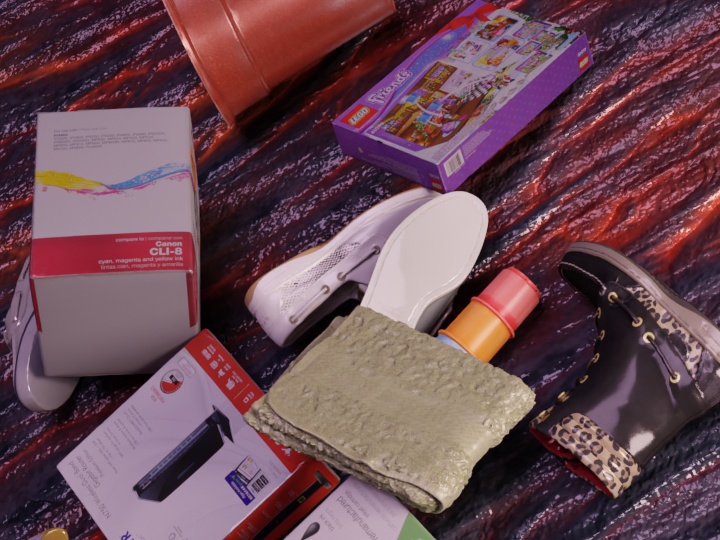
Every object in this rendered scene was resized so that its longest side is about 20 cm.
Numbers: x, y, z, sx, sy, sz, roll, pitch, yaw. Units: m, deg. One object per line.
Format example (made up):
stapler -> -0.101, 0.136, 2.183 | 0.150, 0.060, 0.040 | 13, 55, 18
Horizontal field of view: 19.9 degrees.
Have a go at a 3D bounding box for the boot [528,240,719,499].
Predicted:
boot -> 0.188, 0.074, 1.587 | 0.151, 0.073, 0.200 | -46, 51, -6

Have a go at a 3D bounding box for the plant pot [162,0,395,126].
plant pot -> -0.083, -0.271, 1.952 | 0.194, 0.201, 0.201 | -26, 46, 2

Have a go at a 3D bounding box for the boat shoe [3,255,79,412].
boat shoe -> -0.300, 0.052, 1.914 | 0.065, 0.072, 0.201 | -19, 48, 25

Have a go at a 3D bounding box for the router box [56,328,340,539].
router box -> -0.139, 0.172, 1.732 | 0.179, 0.049, 0.200 | -43, 45, -4

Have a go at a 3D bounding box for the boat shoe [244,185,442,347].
boat shoe -> 0.000, 0.000, 1.772 | 0.199, 0.071, 0.070 | -33, 71, -4

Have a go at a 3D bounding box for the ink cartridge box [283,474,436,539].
ink cartridge box -> -0.017, 0.271, 1.551 | 0.200, 0.084, 0.146 | -43, 45, -5

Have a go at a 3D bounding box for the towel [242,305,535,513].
towel -> 0.023, 0.105, 1.593 | 0.199, 0.037, 0.148 | 21, 51, 33

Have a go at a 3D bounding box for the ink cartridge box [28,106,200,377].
ink cartridge box -> -0.216, -0.028, 1.839 | 0.143, 0.146, 0.201 | -3, 51, -3

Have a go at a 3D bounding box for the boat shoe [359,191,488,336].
boat shoe -> 0.041, 0.023, 1.719 | 0.072, 0.062, 0.201 | 29, 75, 11

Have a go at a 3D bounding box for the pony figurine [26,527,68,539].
pony figurine -> -0.317, 0.293, 1.701 | 0.199, 0.167, 0.193 | -23, 15, 20

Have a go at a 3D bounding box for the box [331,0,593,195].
box -> 0.091, -0.156, 1.813 | 0.200, 0.039, 0.136 | -42, 43, -24

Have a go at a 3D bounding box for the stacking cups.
stacking cups -> 0.068, 0.079, 1.663 | 0.200, 0.061, 0.060 | -49, 46, -9
